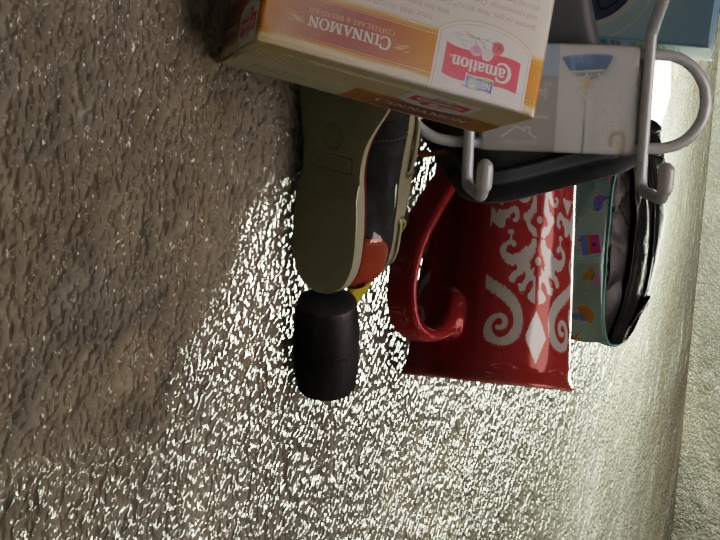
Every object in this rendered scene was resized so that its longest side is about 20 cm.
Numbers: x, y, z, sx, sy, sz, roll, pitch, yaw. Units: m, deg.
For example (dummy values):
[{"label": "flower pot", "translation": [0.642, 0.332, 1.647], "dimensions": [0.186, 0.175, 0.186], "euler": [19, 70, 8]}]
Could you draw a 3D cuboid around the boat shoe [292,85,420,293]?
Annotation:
[{"label": "boat shoe", "translation": [0.005, -0.085, 0.865], "dimensions": [0.062, 0.071, 0.203], "euler": [-16, 120, -50]}]

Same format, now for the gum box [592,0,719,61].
[{"label": "gum box", "translation": [0.182, -0.258, 1.124], "dimensions": [0.045, 0.198, 0.172], "euler": [20, 80, -71]}]

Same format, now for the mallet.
[{"label": "mallet", "translation": [0.000, 0.000, 0.961], "dimensions": [0.201, 0.041, 0.066], "euler": [-65, 159, -50]}]

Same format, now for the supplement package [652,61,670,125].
[{"label": "supplement package", "translation": [0.249, -0.220, 1.480], "dimensions": [0.202, 0.110, 0.157], "euler": [81, 25, -43]}]

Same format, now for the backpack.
[{"label": "backpack", "translation": [0.202, -0.033, 1.356], "dimensions": [0.176, 0.151, 0.203], "euler": [-30, 117, -64]}]

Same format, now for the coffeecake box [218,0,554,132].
[{"label": "coffeecake box", "translation": [0.025, -0.189, 0.751], "dimensions": [0.073, 0.152, 0.203], "euler": [176, -74, -69]}]

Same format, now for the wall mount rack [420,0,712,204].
[{"label": "wall mount rack", "translation": [0.127, -0.129, 0.868], "dimensions": [0.075, 0.197, 0.176], "euler": [-128, -141, -77]}]

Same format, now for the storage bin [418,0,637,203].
[{"label": "storage bin", "translation": [0.091, -0.148, 0.990], "dimensions": [0.200, 0.144, 0.136], "euler": [-112, -171, -66]}]

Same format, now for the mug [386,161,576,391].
[{"label": "mug", "translation": [0.103, -0.016, 1.109], "dimensions": [0.177, 0.132, 0.203], "euler": [23, 73, -76]}]
